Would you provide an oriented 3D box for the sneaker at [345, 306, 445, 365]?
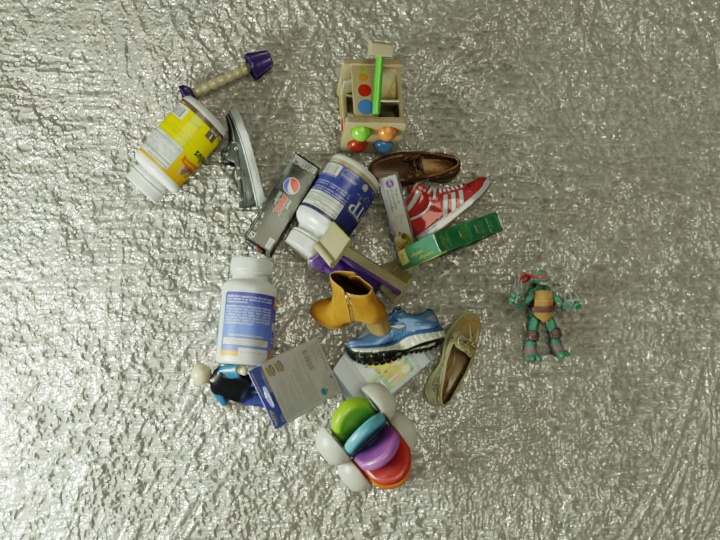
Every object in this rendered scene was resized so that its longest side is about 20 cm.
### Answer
[{"bbox_3d":[0.063,0.125,1.634,0.195,0.079,0.091,-13,65,-8],"label":"sneaker"}]

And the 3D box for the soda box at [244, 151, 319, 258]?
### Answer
[{"bbox_3d":[-0.156,-0.129,1.665,0.063,0.071,0.203,30,79,0],"label":"soda box"}]

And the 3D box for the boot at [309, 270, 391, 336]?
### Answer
[{"bbox_3d":[-0.036,0.051,1.583,0.198,0.145,0.071,13,56,34],"label":"boot"}]

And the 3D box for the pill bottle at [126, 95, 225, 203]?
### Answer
[{"bbox_3d":[-0.363,-0.233,1.628,0.109,0.109,0.201,41,85,0],"label":"pill bottle"}]

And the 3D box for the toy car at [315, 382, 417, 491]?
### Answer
[{"bbox_3d":[0.026,0.331,1.568,0.174,0.150,0.202,-40,120,-9],"label":"toy car"}]

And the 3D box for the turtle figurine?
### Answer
[{"bbox_3d":[0.375,0.077,1.698,0.146,0.101,0.205,-4,98,6],"label":"turtle figurine"}]

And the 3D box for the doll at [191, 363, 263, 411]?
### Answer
[{"bbox_3d":[-0.230,0.226,1.589,0.196,0.137,0.049,20,42,-17],"label":"doll"}]

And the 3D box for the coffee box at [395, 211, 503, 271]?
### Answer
[{"bbox_3d":[0.175,-0.057,1.637,0.198,0.122,0.045,-20,86,-42],"label":"coffee box"}]

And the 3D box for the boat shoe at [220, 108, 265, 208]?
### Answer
[{"bbox_3d":[-0.247,-0.222,1.673,0.065,0.070,0.205,-16,92,-11],"label":"boat shoe"}]

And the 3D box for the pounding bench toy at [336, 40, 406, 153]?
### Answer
[{"bbox_3d":[0.025,-0.334,1.643,0.121,0.200,0.160,-1,72,-8],"label":"pounding bench toy"}]

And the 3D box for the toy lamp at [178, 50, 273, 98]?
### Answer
[{"bbox_3d":[-0.270,-0.391,1.695,0.197,0.058,0.059,-29,87,-10],"label":"toy lamp"}]

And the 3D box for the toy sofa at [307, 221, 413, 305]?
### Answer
[{"bbox_3d":[0.000,0.000,1.609,0.198,0.083,0.098,31,100,-38],"label":"toy sofa"}]

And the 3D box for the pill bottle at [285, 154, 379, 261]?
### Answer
[{"bbox_3d":[-0.059,-0.116,1.653,0.118,0.120,0.202,34,80,-2],"label":"pill bottle"}]

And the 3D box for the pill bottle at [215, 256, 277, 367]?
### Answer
[{"bbox_3d":[-0.217,0.081,1.608,0.109,0.112,0.205,6,82,-7],"label":"pill bottle"}]

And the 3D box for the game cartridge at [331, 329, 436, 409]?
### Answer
[{"bbox_3d":[0.039,0.184,1.669,0.199,0.041,0.134,-39,85,-11],"label":"game cartridge"}]

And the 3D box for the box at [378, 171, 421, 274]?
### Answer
[{"bbox_3d":[0.081,-0.093,1.676,0.038,0.041,0.205,-13,101,11],"label":"box"}]

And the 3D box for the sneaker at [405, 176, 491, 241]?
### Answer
[{"bbox_3d":[0.169,-0.158,1.715,0.199,0.071,0.113,-38,92,-9],"label":"sneaker"}]

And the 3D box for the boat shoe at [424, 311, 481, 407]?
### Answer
[{"bbox_3d":[0.197,0.180,1.669,0.072,0.062,0.204,26,82,-19],"label":"boat shoe"}]

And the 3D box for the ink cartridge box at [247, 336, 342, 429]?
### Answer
[{"bbox_3d":[-0.128,0.214,1.569,0.199,0.042,0.121,-22,85,-52],"label":"ink cartridge box"}]

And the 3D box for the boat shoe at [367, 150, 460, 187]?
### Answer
[{"bbox_3d":[0.112,-0.215,1.717,0.195,0.068,0.074,-4,83,-8],"label":"boat shoe"}]
